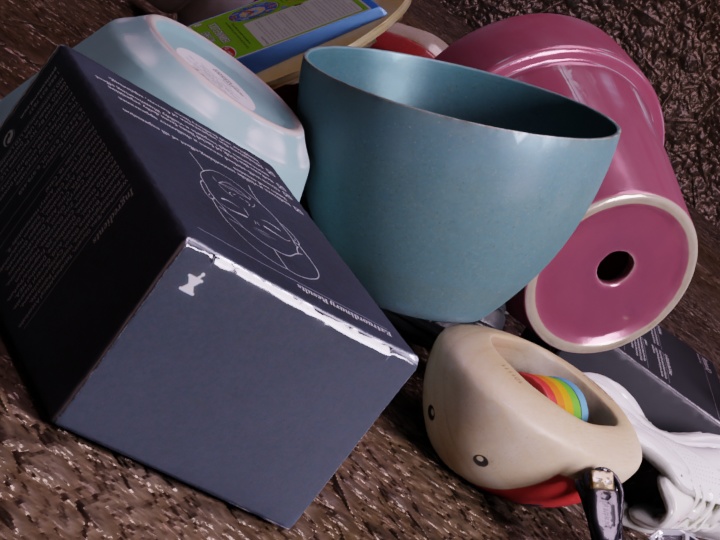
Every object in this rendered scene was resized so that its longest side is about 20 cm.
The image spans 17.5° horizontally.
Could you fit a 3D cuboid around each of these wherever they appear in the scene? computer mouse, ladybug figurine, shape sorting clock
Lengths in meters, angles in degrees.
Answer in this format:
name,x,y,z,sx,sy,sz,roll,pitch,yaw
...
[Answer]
name,x,y,z,sx,sy,sz,roll,pitch,yaw
computer mouse,0.189,0.193,1.364,0.200,0.044,0.110,33,33,-38
ladybug figurine,0.100,0.094,1.417,0.136,0.072,0.200,43,14,27
shape sorting clock,-0.055,-0.167,1.700,0.200,0.199,0.039,-109,-179,-69

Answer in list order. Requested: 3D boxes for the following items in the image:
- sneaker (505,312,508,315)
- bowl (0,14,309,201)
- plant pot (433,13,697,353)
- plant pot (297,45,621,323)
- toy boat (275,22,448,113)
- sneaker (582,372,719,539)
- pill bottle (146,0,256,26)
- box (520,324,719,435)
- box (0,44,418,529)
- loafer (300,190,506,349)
name,x,y,z,sx,sy,sz,roll,pitch,yaw
sneaker,0.090,-0.037,1.745,0.081,0.076,0.200,46,-9,27
bowl,-0.108,-0.074,1.364,0.200,0.105,0.201,36,13,-10
plant pot,0.135,-0.047,1.590,0.199,0.200,0.179,29,20,-36
plant pot,0.048,-0.046,1.433,0.199,0.136,0.200,12,14,-3
toy boat,-0.016,-0.118,1.778,0.199,0.131,0.131,21,-40,37
sneaker,0.206,0.150,1.555,0.199,0.078,0.100,25,24,-21
pill bottle,-0.078,-0.208,1.927,0.199,0.113,0.112,32,13,-25
box,0.194,0.082,1.722,0.141,0.079,0.200,33,12,-3
box,-0.089,0.006,1.115,0.148,0.107,0.200,29,14,-36
loafer,0.000,0.000,1.527,0.200,0.068,0.070,29,-22,-12
